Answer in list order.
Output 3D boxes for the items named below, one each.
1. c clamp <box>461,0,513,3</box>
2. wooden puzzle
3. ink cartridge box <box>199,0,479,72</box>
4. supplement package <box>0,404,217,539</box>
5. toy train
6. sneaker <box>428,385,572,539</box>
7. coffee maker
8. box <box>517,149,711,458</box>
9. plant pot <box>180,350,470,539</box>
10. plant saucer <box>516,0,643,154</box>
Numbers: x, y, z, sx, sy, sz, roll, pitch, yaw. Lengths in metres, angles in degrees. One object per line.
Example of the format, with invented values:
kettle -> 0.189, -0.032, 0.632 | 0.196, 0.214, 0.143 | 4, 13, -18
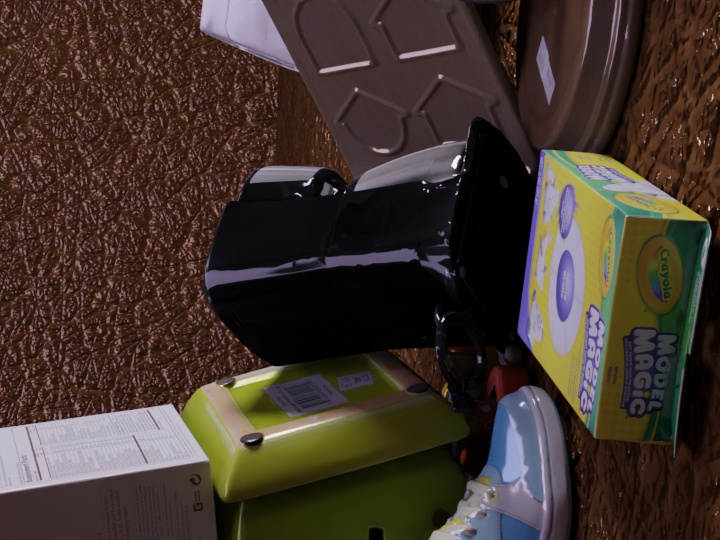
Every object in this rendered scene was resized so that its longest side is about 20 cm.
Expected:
c clamp -> 0.056, -0.265, 0.917 | 0.027, 0.170, 0.202 | -3, -88, -66
wooden puzzle -> 0.031, -0.149, 1.043 | 0.184, 0.046, 0.201 | -2, 120, 46
ink cartridge box -> -0.008, -0.254, 1.189 | 0.199, 0.144, 0.148 | -23, -51, -49
supplement package -> -0.205, 0.191, 0.980 | 0.151, 0.198, 0.153 | -151, 56, -70
toy train -> 0.078, 0.109, 1.054 | 0.201, 0.055, 0.151 | 107, 165, -55
sneaker -> 0.059, 0.169, 0.902 | 0.080, 0.129, 0.202 | 139, 135, -80
coffee maker -> 0.000, 0.000, 0.976 | 0.192, 0.199, 0.135 | -54, -53, -49
box -> 0.132, 0.012, 0.776 | 0.200, 0.048, 0.118 | -121, 36, -73
plant pot -> -0.021, 0.165, 1.024 | 0.200, 0.197, 0.183 | -143, 41, -69
plant saucer -> 0.132, -0.160, 0.915 | 0.200, 0.029, 0.202 | -177, 90, -81
